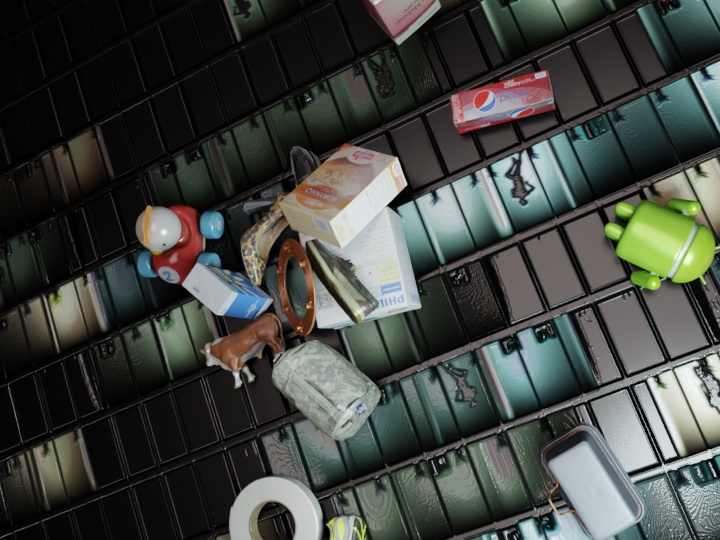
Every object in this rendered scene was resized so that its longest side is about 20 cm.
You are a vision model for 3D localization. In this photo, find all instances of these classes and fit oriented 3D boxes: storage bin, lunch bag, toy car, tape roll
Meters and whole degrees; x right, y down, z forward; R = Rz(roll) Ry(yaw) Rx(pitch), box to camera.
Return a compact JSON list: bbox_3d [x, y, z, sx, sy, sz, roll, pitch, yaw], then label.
[{"bbox_3d":[0.404,0.390,1.371,0.145,0.134,0.201,-33,74,11],"label":"storage bin"},{"bbox_3d":[-0.072,0.238,1.520,0.200,0.168,0.140,39,96,17],"label":"lunch bag"},{"bbox_3d":[-0.424,-0.066,1.652,0.183,0.200,0.178,2,84,18],"label":"toy car"},{"bbox_3d":[-0.176,0.527,1.586,0.202,0.037,0.204,-2,83,17],"label":"tape roll"}]

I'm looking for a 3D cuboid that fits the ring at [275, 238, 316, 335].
[{"bbox_3d":[-0.137,0.035,1.569,0.019,0.200,0.201,-8,78,-26],"label":"ring"}]

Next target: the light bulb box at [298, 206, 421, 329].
[{"bbox_3d":[0.000,0.000,1.551,0.197,0.125,0.201,-15,80,15],"label":"light bulb box"}]

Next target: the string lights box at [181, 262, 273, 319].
[{"bbox_3d":[-0.272,0.047,1.590,0.103,0.200,0.059,38,95,17],"label":"string lights box"}]

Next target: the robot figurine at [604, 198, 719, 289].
[{"bbox_3d":[0.546,-0.053,1.391,0.199,0.116,0.176,27,93,18],"label":"robot figurine"}]

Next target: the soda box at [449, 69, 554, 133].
[{"bbox_3d":[0.283,-0.336,1.533,0.199,0.070,0.064,-11,80,15],"label":"soda box"}]

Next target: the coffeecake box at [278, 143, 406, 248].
[{"bbox_3d":[-0.033,-0.150,1.504,0.153,0.073,0.200,22,58,42],"label":"coffeecake box"}]

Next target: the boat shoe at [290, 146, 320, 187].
[{"bbox_3d":[-0.101,-0.177,1.613,0.072,0.068,0.201,-27,63,18],"label":"boat shoe"}]

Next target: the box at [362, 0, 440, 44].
[{"bbox_3d":[0.069,-0.574,1.561,0.128,0.200,0.109,-40,74,9],"label":"box"}]

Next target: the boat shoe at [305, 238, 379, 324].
[{"bbox_3d":[-0.036,0.012,1.464,0.066,0.072,0.201,-28,61,-15],"label":"boat shoe"}]

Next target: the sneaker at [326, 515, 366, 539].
[{"bbox_3d":[-0.039,0.589,1.523,0.076,0.075,0.201,2,73,25],"label":"sneaker"}]

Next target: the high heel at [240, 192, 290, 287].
[{"bbox_3d":[-0.182,-0.069,1.645,0.142,0.071,0.201,-7,76,18],"label":"high heel"}]

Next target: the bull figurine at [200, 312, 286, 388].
[{"bbox_3d":[-0.247,0.174,1.639,0.200,0.065,0.122,-32,79,13],"label":"bull figurine"}]
